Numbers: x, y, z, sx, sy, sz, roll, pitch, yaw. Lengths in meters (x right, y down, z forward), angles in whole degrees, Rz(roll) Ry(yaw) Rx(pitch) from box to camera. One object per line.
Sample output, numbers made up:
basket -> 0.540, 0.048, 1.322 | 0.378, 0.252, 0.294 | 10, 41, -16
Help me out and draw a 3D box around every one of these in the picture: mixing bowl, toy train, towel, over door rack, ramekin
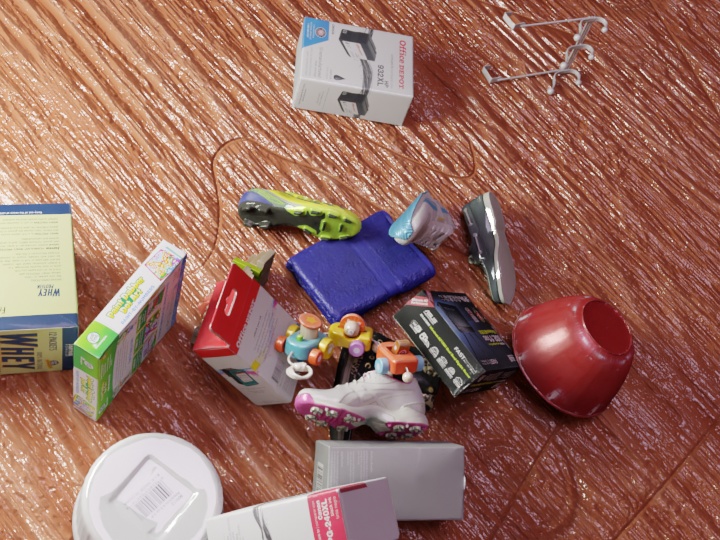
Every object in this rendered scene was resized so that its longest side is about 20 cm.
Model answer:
mixing bowl -> 0.346, 0.113, 1.651 | 0.200, 0.108, 0.200 | 19, 49, -24
toy train -> -0.016, 0.103, 1.502 | 0.200, 0.056, 0.150 | 0, 22, -23
towel -> 0.000, 0.000, 1.698 | 0.200, 0.050, 0.148 | -27, 63, -27
over door rack -> 0.339, -0.394, 1.963 | 0.200, 0.148, 0.067 | -2, 55, -17
ramekin -> -0.273, 0.310, 1.404 | 0.200, 0.098, 0.201 | 7, 58, -11

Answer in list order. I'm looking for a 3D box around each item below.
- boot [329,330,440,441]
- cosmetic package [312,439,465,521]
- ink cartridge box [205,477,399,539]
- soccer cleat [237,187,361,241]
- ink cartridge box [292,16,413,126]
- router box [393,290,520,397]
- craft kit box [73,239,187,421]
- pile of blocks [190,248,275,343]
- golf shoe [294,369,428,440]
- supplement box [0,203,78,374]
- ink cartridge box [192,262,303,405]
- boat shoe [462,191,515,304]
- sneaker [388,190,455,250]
boot -> 0.036, 0.179, 1.585 | 0.150, 0.073, 0.200 | 14, 52, -6
cosmetic package -> 0.040, 0.290, 1.490 | 0.200, 0.090, 0.107 | 5, 86, -16
ink cartridge box -> -0.074, 0.326, 1.360 | 0.200, 0.145, 0.084 | -17, 79, 24
soccer cleat -> -0.094, -0.098, 1.698 | 0.200, 0.065, 0.084 | 8, 41, 7
ink cartridge box -> -0.011, -0.348, 1.876 | 0.200, 0.084, 0.145 | 8, 58, -10
router box -> 0.148, 0.106, 1.593 | 0.150, 0.062, 0.200 | 53, 18, 17
craft kit box -> -0.316, 0.084, 1.468 | 0.048, 0.200, 0.198 | 29, 56, 3
pile of blocks -> -0.199, 0.037, 1.597 | 0.062, 0.082, 0.200 | 24, 55, 8
golf shoe -> 0.001, 0.179, 1.498 | 0.200, 0.075, 0.092 | 14, 62, -25
supplement box -> -0.497, 0.027, 1.491 | 0.200, 0.134, 0.200 | -3, 60, -17
ink cartridge box -> -0.161, 0.091, 1.510 | 0.067, 0.200, 0.116 | -8, 51, 32
boat shoe -> 0.210, -0.031, 1.774 | 0.062, 0.073, 0.200 | -18, 65, 25
sneaker -> 0.104, -0.073, 1.701 | 0.081, 0.077, 0.200 | 45, 21, 2
